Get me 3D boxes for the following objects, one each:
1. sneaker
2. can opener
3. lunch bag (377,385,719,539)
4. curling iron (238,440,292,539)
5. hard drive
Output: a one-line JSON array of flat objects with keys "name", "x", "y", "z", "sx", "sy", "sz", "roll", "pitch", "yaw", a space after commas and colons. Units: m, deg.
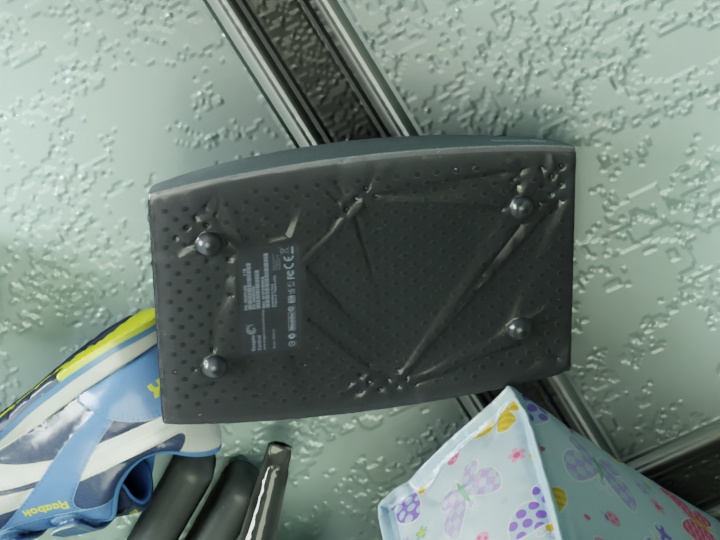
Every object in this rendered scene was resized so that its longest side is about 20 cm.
[{"name": "sneaker", "x": -0.153, "y": 0.103, "z": 1.246, "sx": 0.200, "sy": 0.074, "sz": 0.082, "roll": -37, "pitch": 98, "yaw": 22}, {"name": "can opener", "x": -0.113, "y": 0.182, "z": 1.296, "sx": 0.053, "sy": 0.067, "sz": 0.200, "roll": 25, "pitch": 117, "yaw": -10}, {"name": "lunch bag", "x": 0.115, "y": 0.179, "z": 1.188, "sx": 0.169, "sy": 0.200, "sz": 0.127, "roll": 34, "pitch": 118, "yaw": -29}, {"name": "curling iron", "x": -0.071, "y": 0.180, "z": 1.260, "sx": 0.049, "sy": 0.026, "sz": 0.201, "roll": 17, "pitch": 100, "yaw": -31}, {"name": "hard drive", "x": 0.000, "y": 0.000, "z": 1.182, "sx": 0.199, "sy": 0.042, "sz": 0.135, "roll": -7, "pitch": 119, "yaw": -10}]
